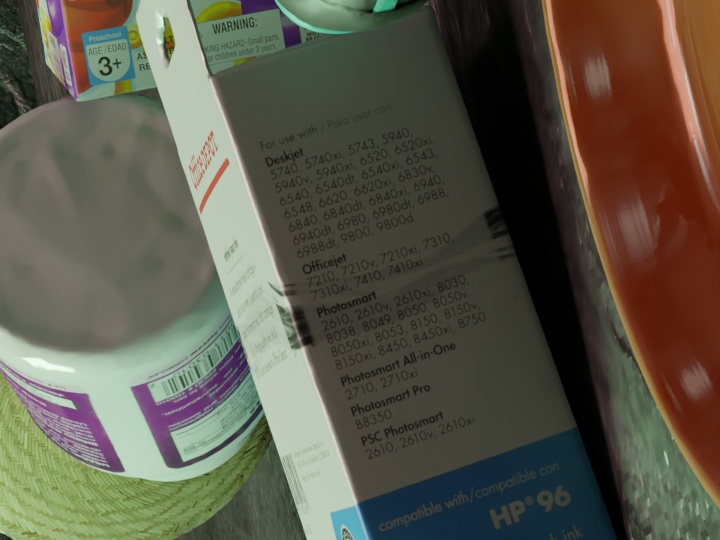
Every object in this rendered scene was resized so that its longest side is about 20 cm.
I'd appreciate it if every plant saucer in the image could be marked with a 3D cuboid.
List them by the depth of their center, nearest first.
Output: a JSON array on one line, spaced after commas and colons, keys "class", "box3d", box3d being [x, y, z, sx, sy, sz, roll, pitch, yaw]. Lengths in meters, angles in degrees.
[{"class": "plant saucer", "box3d": [0.070, -0.050, 0.439, 0.200, 0.032, 0.200, 169, 90, -80]}]

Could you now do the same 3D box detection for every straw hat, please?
[{"class": "straw hat", "box3d": [-0.106, 0.033, 1.148, 0.085, 0.201, 0.201, -1, 100, 66]}]

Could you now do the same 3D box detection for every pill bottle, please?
[{"class": "pill bottle", "box3d": [-0.088, 0.017, 0.998, 0.200, 0.112, 0.112, 80, 176, -70]}]

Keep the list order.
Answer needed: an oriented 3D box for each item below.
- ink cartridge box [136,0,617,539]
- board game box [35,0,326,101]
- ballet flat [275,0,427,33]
[{"class": "ink cartridge box", "box3d": [0.000, 0.000, 0.727, 0.116, 0.068, 0.200, 141, 110, -78]}, {"class": "board game box", "box3d": [-0.077, -0.175, 0.936, 0.103, 0.105, 0.200, -136, 36, -72]}, {"class": "ballet flat", "box3d": [-0.021, -0.158, 0.655, 0.200, 0.068, 0.068, 66, 158, 14]}]
